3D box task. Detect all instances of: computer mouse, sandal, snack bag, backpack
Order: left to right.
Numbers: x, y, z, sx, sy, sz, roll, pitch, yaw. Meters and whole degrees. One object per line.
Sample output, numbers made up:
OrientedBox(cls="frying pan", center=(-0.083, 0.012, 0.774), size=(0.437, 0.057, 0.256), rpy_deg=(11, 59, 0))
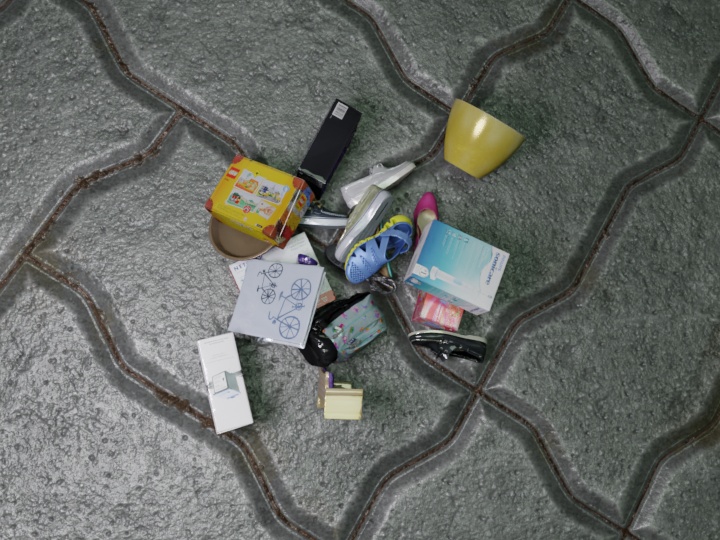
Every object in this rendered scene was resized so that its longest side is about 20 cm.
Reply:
OrientedBox(cls="snack bag", center=(-0.190, 0.070, 1.537), size=(0.198, 0.021, 0.190), rpy_deg=(7, 70, 20))
OrientedBox(cls="backpack", center=(-0.039, 0.137, 1.590), size=(0.199, 0.167, 0.127), rpy_deg=(-32, 96, -26))
OrientedBox(cls="computer mouse", center=(0.000, 0.000, 1.658), size=(0.199, 0.034, 0.059), rpy_deg=(34, 74, 9))
OrientedBox(cls="sandal", center=(0.045, -0.043, 1.586), size=(0.200, 0.087, 0.079), rpy_deg=(-44, 119, 7))

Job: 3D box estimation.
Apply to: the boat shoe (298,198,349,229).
OrientedBox(cls="boat shoe", center=(-0.117, -0.151, 1.656), size=(0.198, 0.071, 0.092), rpy_deg=(4, 86, -6))

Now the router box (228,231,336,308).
OrientedBox(cls="router box", center=(-0.185, 0.033, 1.627), size=(0.199, 0.049, 0.180), rpy_deg=(-26, 85, -12))

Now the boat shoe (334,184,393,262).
OrientedBox(cls="boat shoe", center=(0.000, -0.111, 1.627), size=(0.062, 0.072, 0.200), rpy_deg=(39, 95, 30))

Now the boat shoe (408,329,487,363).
OrientedBox(cls="boat shoe", center=(0.210, 0.188, 1.652), size=(0.198, 0.075, 0.067), rpy_deg=(10, 67, -17))

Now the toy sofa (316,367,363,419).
OrientedBox(cls="toy sofa", center=(-0.047, 0.270, 1.532), size=(0.082, 0.200, 0.098), rpy_deg=(4, 85, -8))

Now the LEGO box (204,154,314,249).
OrientedBox(cls="LEGO box", center=(-0.230, -0.158, 1.564), size=(0.199, 0.077, 0.150), rpy_deg=(24, 75, 25))

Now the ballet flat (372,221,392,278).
OrientedBox(cls="ballet flat", center=(0.029, -0.074, 1.672), size=(0.072, 0.068, 0.202), rpy_deg=(-9, 91, 5))

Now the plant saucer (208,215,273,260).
OrientedBox(cls="plant saucer", center=(-0.260, -0.110, 1.612), size=(0.198, 0.029, 0.202), rpy_deg=(-7, 64, 14))

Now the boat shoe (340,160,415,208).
OrientedBox(cls="boat shoe", center=(0.042, -0.227, 1.705), size=(0.199, 0.072, 0.069), rpy_deg=(-32, 87, -4))

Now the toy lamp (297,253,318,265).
OrientedBox(cls="toy lamp", center=(-0.158, 0.062, 1.572), size=(0.058, 0.058, 0.201), rpy_deg=(25, 78, -4))

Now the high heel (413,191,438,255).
OrientedBox(cls="high heel", center=(0.162, -0.104, 1.683), size=(0.067, 0.096, 0.202), rpy_deg=(16, 78, -6))

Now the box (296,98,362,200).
OrientedBox(cls="box", center=(-0.079, -0.288, 1.653), size=(0.078, 0.141, 0.201), rpy_deg=(28, 77, -6))

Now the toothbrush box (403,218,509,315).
OrientedBox(cls="toothbrush box", center=(0.220, -0.006, 1.583), size=(0.199, 0.085, 0.147), rpy_deg=(23, 77, -5))

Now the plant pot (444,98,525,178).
OrientedBox(cls="plant pot", center=(0.287, -0.314, 1.709), size=(0.199, 0.200, 0.143), rpy_deg=(29, 103, -3))

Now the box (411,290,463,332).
OrientedBox(cls="box", center=(0.206, 0.041, 1.666), size=(0.102, 0.095, 0.201), rpy_deg=(21, 78, -6))

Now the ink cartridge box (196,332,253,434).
OrientedBox(cls="ink cartridge box", center=(-0.300, 0.248, 1.522), size=(0.085, 0.146, 0.202), rpy_deg=(-14, 83, -13))
